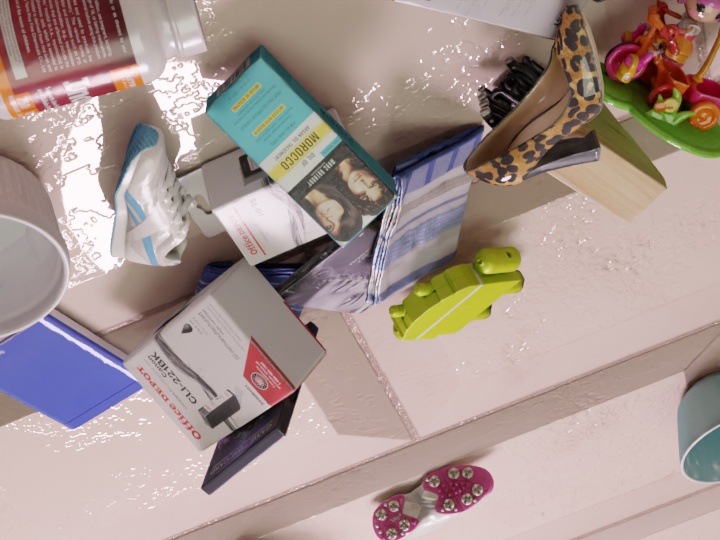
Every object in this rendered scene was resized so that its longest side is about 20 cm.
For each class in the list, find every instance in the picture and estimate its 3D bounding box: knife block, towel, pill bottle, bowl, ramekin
[{"bbox_3d":[0.215,-0.136,1.497,0.064,0.201,0.175,-44,165,32],"label":"knife block"},{"bbox_3d":[0.074,-0.060,1.592,0.146,0.024,0.202,-29,145,-35],"label":"towel"},{"bbox_3d":[-0.242,-0.212,1.261,0.197,0.114,0.114,-15,143,-3],"label":"pill bottle"},{"bbox_3d":[0.557,0.222,2.127,0.198,0.106,0.202,-11,142,-8],"label":"bowl"},{"bbox_3d":[-0.140,0.061,1.714,0.143,0.024,0.201,1,139,-22],"label":"towel"},{"bbox_3d":[-0.397,-0.029,1.432,0.197,0.106,0.201,-11,143,-9],"label":"ramekin"}]

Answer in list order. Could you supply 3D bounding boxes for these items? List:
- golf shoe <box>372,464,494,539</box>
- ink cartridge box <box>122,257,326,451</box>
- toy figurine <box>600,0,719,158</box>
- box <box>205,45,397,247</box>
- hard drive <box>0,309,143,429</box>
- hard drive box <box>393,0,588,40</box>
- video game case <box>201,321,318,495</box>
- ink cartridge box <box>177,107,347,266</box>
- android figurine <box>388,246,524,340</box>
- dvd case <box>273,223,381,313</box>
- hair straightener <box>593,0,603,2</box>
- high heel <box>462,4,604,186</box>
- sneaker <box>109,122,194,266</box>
[{"bbox_3d":[0.115,0.353,2.152,0.198,0.076,0.091,-25,157,13],"label":"golf shoe"},{"bbox_3d":[-0.158,0.100,1.617,0.145,0.084,0.199,49,134,-6],"label":"ink cartridge box"},{"bbox_3d":[0.346,-0.243,1.459,0.198,0.151,0.185,19,123,-20],"label":"toy figurine"},{"bbox_3d":[-0.058,-0.122,1.419,0.082,0.049,0.200,-42,109,13],"label":"box"},{"bbox_3d":[-0.362,0.118,1.692,0.131,0.026,0.200,-30,141,16],"label":"hard drive"},{"bbox_3d":[0.137,-0.312,1.320,0.198,0.077,0.156,8,136,-29],"label":"hard drive box"},{"bbox_3d":[-0.118,0.161,1.684,0.019,0.201,0.143,39,122,-17],"label":"video game case"},{"bbox_3d":[-0.092,-0.080,1.523,0.198,0.067,0.116,-23,143,6],"label":"ink cartridge box"},{"bbox_3d":[0.113,0.034,1.720,0.199,0.041,0.182,-5,150,-49],"label":"android figurine"},{"bbox_3d":[0.000,0.000,1.650,0.148,0.016,0.199,-38,158,24],"label":"dvd case"},{"bbox_3d":[0.319,-0.317,1.433,0.198,0.041,0.077,-23,164,-3],"label":"hair straightener"},{"bbox_3d":[0.165,-0.166,1.394,0.140,0.072,0.201,-12,136,-1],"label":"high heel"},{"bbox_3d":[-0.210,-0.078,1.459,0.080,0.077,0.201,13,147,-3],"label":"sneaker"}]
